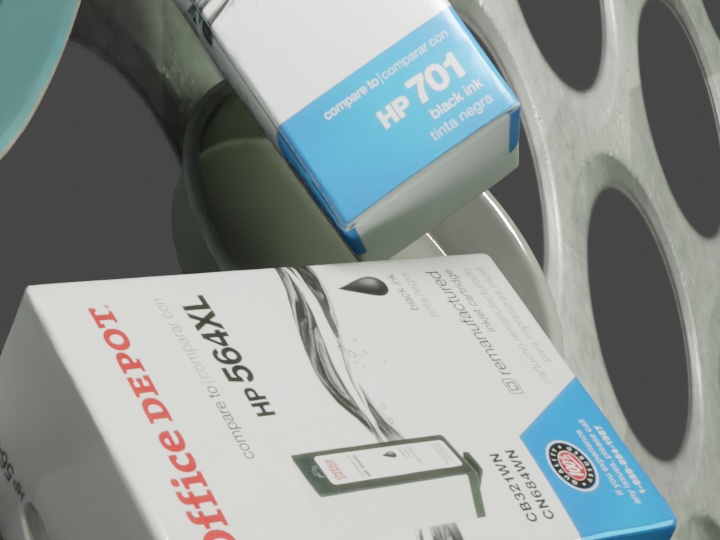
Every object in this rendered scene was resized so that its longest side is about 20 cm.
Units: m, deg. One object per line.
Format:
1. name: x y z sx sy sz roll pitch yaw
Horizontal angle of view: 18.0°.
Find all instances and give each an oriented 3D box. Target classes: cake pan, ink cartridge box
1. cake pan: 0.000 0.000 0.979 0.199 0.037 0.201 27 36 -22
2. ink cartridge box: -0.015 0.075 0.787 0.199 0.085 0.146 -4 45 -35
3. ink cartridge box: -0.026 -0.109 0.891 0.201 0.086 0.146 57 0 7

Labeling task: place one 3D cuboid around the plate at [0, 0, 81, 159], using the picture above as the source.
1. plate: -0.124 -0.096 0.748 0.200 0.025 0.202 20 90 -80
